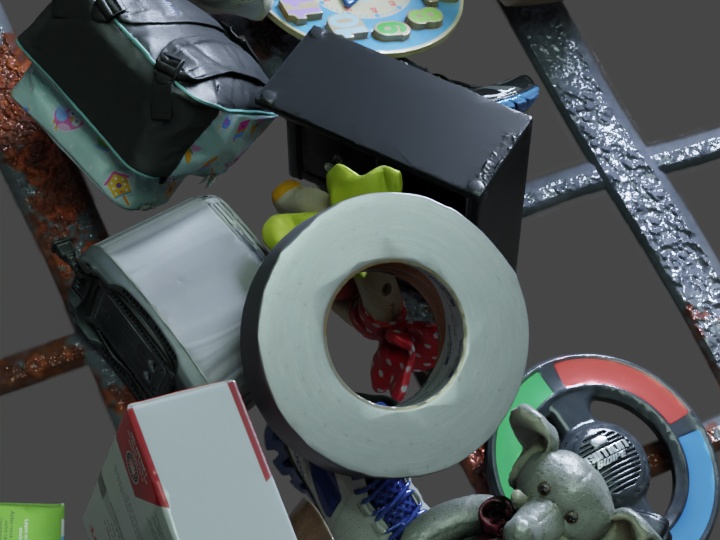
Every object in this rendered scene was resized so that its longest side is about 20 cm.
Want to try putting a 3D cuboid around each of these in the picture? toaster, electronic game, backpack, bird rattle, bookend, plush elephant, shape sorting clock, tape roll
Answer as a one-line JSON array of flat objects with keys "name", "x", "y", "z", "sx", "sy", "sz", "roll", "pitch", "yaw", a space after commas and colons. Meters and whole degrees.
[{"name": "toaster", "x": -0.133, "y": 0.031, "z": 1.421, "sx": 0.129, "sy": 0.114, "sz": 0.200, "roll": -31, "pitch": 74, "yaw": -32}, {"name": "electronic game", "x": 0.195, "y": 0.159, "z": 1.483, "sx": 0.199, "sy": 0.042, "sz": 0.201, "roll": 6, "pitch": 61, "yaw": -12}, {"name": "backpack", "x": -0.165, "y": -0.143, "z": 1.472, "sx": 0.176, "sy": 0.154, "sz": 0.200, "roll": 43, "pitch": 23, "yaw": 13}, {"name": "bird rattle", "x": 0.000, "y": 0.000, "z": 1.449, "sx": 0.113, "sy": 0.200, "sz": 0.163, "roll": -42, "pitch": 39, "yaw": -11}, {"name": "bookend", "x": 0.026, "y": -0.066, "z": 1.490, "sx": 0.199, "sy": 0.199, "sz": 0.092, "roll": 25, "pitch": 57, "yaw": 17}, {"name": "plush elephant", "x": 0.120, "y": 0.195, "z": 1.310, "sx": 0.164, "sy": 0.155, "sz": 0.200, "roll": 37, "pitch": 40, "yaw": 18}, {"name": "shape sorting clock", "x": -0.005, "y": -0.257, "z": 1.634, "sx": 0.199, "sy": 0.039, "sz": 0.201, "roll": 5, "pitch": 47, "yaw": -6}, {"name": "tape roll", "x": 0.017, "y": 0.048, "z": 1.317, "sx": 0.199, "sy": 0.066, "sz": 0.202, "roll": 1, "pitch": 85, "yaw": -15}]

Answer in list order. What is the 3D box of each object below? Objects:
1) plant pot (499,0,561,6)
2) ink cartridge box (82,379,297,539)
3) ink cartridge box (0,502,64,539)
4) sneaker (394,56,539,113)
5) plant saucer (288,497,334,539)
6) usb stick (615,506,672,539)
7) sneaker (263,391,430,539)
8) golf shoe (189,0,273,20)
[{"name": "plant pot", "x": 0.150, "y": -0.317, "z": 1.661, "sx": 0.134, "sy": 0.200, "sz": 0.201, "roll": -41, "pitch": 76, "yaw": 7}, {"name": "ink cartridge box", "x": -0.121, "y": 0.189, "z": 1.288, "sx": 0.083, "sy": 0.200, "sz": 0.145, "roll": -13, "pitch": 66, "yaw": -25}, {"name": "ink cartridge box", "x": -0.243, "y": 0.274, "z": 1.237, "sx": 0.075, "sy": 0.148, "sz": 0.201, "roll": 3, "pitch": 63, "yaw": -15}, {"name": "sneaker", "x": 0.063, "y": -0.150, "z": 1.596, "sx": 0.198, "sy": 0.071, "sz": 0.083, "roll": -9, "pitch": 71, "yaw": -16}, {"name": "plant saucer", "x": -0.022, "y": 0.258, "z": 1.281, "sx": 0.036, "sy": 0.201, "sz": 0.201, "roll": -18, "pitch": 68, "yaw": -12}, {"name": "usb stick", "x": 0.174, "y": 0.261, "z": 1.381, "sx": 0.055, "sy": 0.033, "sz": 0.200, "roll": 14, "pitch": 54, "yaw": 29}, {"name": "sneaker", "x": 0.006, "y": 0.161, "z": 1.386, "sx": 0.080, "sy": 0.115, "sz": 0.200, "roll": -33, "pitch": 76, "yaw": -27}, {"name": "golf shoe", "x": -0.158, "y": -0.257, "z": 1.582, "sx": 0.199, "sy": 0.091, "sz": 0.076, "roll": 25, "pitch": 83, "yaw": 34}]
